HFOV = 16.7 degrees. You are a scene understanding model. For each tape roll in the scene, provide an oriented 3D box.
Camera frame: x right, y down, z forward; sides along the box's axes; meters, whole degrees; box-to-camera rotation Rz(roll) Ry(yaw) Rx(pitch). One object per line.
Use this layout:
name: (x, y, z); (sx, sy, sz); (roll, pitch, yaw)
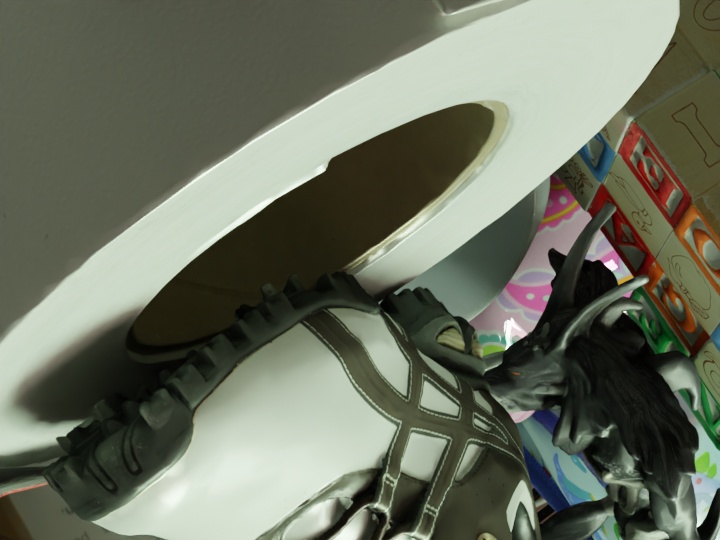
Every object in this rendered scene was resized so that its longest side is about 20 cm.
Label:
tape roll: (-0.026, -0.036, 0.576); (0.202, 0.071, 0.202); (-30, 167, -8)

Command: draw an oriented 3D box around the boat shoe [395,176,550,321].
boat shoe: (0.000, 0.000, 0.811); (0.200, 0.069, 0.057); (-45, -176, 44)

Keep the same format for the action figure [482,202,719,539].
action figure: (0.062, 0.077, 0.769); (0.102, 0.119, 0.200); (-20, 129, -8)

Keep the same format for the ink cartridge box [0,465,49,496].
ink cartridge box: (-0.168, 0.080, 0.571); (0.161, 0.050, 0.200); (-5, 179, 27)

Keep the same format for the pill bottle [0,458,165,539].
pill bottle: (-0.084, 0.122, 0.734); (0.114, 0.200, 0.114); (-31, 167, -8)

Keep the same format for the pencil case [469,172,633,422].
pencil case: (0.092, -0.023, 0.876); (0.200, 0.088, 0.087); (-39, 166, 29)

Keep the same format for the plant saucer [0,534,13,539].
plant saucer: (-0.169, 0.101, 0.600); (0.199, 0.030, 0.200); (-11, -165, 3)

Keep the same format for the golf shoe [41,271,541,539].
golf shoe: (0.000, 0.056, 0.615); (0.078, 0.095, 0.200); (-36, 166, 22)

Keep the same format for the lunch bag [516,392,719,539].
lunch bag: (0.138, 0.032, 1.035); (0.170, 0.128, 0.200); (-33, -150, -8)

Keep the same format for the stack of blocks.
stack of blocks: (0.119, -0.006, 0.738); (0.058, 0.200, 0.115); (-32, 168, -12)
